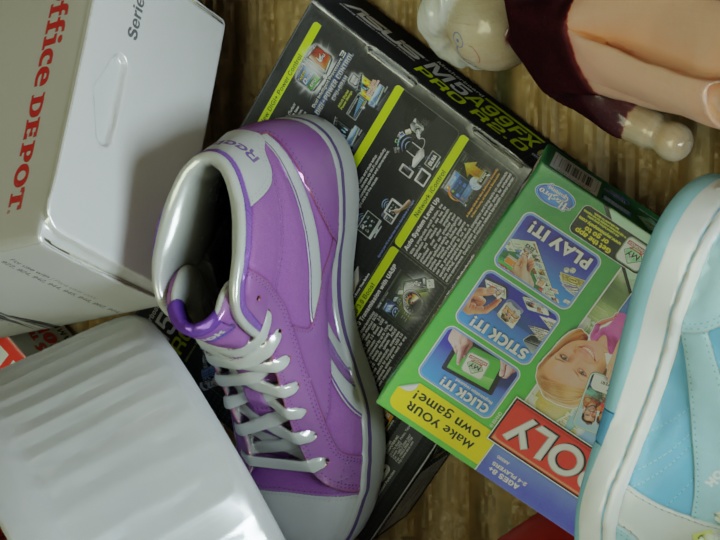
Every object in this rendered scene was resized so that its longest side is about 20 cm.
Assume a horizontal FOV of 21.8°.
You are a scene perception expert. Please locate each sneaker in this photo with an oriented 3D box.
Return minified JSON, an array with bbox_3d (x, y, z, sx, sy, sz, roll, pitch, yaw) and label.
[{"bbox_3d":[-0.048,0.039,0.800,0.072,0.114,0.201,-1,102,26],"label":"sneaker"},{"bbox_3d":[0.158,0.075,0.704,0.130,0.079,0.200,22,117,30],"label":"sneaker"}]

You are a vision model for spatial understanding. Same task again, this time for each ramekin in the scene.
[{"bbox_3d":[-0.095,0.117,0.820,0.098,0.200,0.201,-29,87,-11],"label":"ramekin"}]

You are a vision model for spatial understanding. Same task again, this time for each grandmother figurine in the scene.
[{"bbox_3d":[0.094,-0.092,0.739,0.200,0.061,0.122,21,136,51],"label":"grandmother figurine"}]

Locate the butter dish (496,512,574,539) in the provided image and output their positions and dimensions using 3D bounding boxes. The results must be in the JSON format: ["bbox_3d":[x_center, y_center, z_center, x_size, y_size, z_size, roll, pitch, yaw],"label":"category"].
[{"bbox_3d":[0.054,0.235,0.823,0.200,0.199,0.148,61,146,2],"label":"butter dish"}]

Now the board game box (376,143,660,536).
[{"bbox_3d":[0.125,0.058,0.784,0.200,0.029,0.135,33,114,1],"label":"board game box"}]

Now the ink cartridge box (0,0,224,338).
[{"bbox_3d":[-0.168,-0.049,0.855,0.200,0.084,0.146,-10,62,38],"label":"ink cartridge box"}]

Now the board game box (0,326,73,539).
[{"bbox_3d":[-0.213,0.104,0.988,0.152,0.046,0.200,46,117,11],"label":"board game box"}]

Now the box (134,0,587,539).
[{"bbox_3d":[0.000,0.000,0.855,0.160,0.044,0.200,39,116,15],"label":"box"}]
